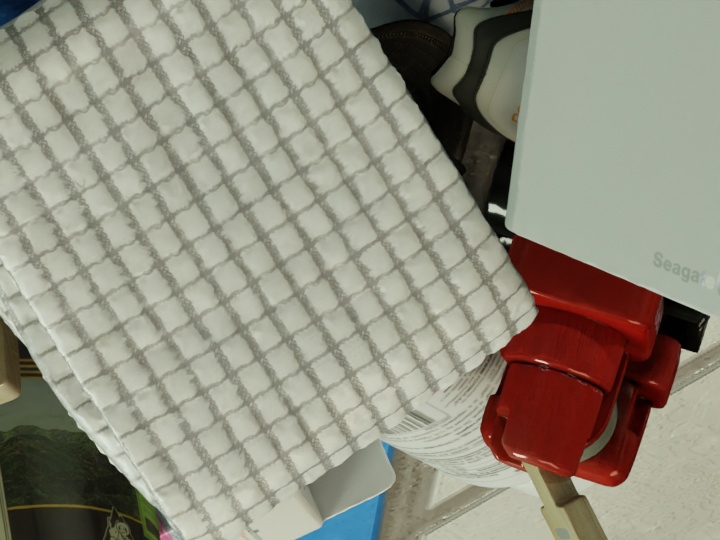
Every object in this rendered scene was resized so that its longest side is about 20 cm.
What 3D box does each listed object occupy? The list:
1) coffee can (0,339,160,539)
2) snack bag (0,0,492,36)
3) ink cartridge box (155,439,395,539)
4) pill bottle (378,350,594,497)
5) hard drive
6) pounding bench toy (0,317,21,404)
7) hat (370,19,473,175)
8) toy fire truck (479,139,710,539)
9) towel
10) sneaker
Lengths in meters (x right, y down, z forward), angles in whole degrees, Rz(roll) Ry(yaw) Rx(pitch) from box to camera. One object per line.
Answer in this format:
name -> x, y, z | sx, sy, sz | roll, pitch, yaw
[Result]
coffee can -> -0.168, 0.092, 1.072 | 0.146, 0.201, 0.147 | -11, 150, -6
snack bag -> -0.017, -0.113, 0.965 | 0.200, 0.021, 0.188 | -34, 144, 29
ink cartridge box -> -0.096, 0.092, 1.175 | 0.199, 0.117, 0.067 | -26, 146, 4
pill bottle -> 0.052, 0.041, 1.172 | 0.113, 0.114, 0.200 | -28, 147, 22
hard drive -> 0.111, -0.092, 0.770 | 0.026, 0.132, 0.201 | -9, 114, -41
pounding bench toy -> -0.195, -0.027, 0.922 | 0.199, 0.125, 0.156 | -17, 150, 16
hat -> 0.000, 0.000, 0.978 | 0.200, 0.081, 0.201 | -37, 154, -22
toy fire truck -> 0.098, 0.065, 0.998 | 0.128, 0.201, 0.176 | 17, 169, 10
towel -> -0.054, -0.022, 0.863 | 0.165, 0.086, 0.200 | -34, 105, 0
sneaker -> 0.088, -0.088, 0.934 | 0.074, 0.080, 0.200 | -69, 167, 16
